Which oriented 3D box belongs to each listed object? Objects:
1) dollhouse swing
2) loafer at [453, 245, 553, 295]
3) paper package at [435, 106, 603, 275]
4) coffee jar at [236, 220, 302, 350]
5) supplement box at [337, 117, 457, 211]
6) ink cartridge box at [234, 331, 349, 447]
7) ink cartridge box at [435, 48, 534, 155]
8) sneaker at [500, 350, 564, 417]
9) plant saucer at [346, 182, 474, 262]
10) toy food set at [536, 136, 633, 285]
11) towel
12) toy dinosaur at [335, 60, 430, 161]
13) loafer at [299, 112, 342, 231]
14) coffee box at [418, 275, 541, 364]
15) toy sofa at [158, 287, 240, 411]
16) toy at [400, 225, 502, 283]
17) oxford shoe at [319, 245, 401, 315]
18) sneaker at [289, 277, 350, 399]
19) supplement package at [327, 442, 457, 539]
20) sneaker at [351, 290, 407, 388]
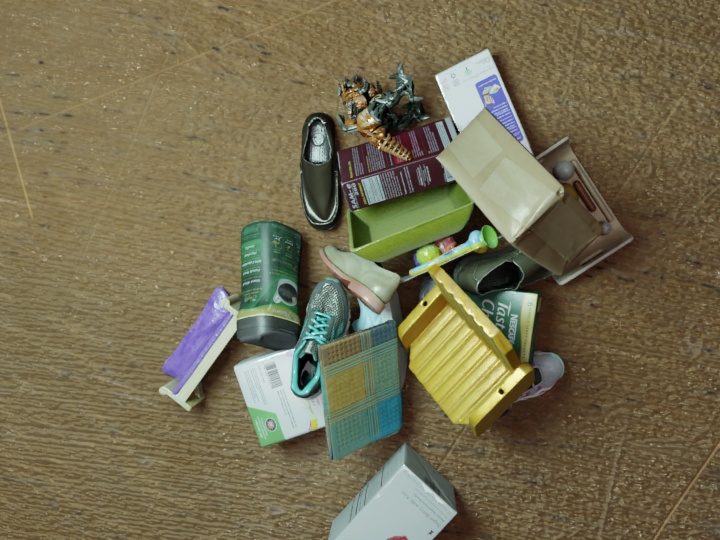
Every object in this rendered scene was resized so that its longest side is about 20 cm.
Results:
[{"bbox_3d":[0.133,0.120,1.049,0.182,0.175,0.200,-48,61,14],"label":"dollhouse swing"},{"bbox_3d":[0.248,0.001,1.111,0.198,0.070,0.076,-17,120,-8],"label":"loafer"},{"bbox_3d":[0.234,-0.111,1.028,0.103,0.190,0.201,-45,53,16],"label":"paper package"},{"bbox_3d":[-0.149,0.027,1.158,0.085,0.104,0.202,-13,67,33],"label":"coffee jar"},{"bbox_3d":[0.066,-0.173,1.151,0.198,0.109,0.061,-15,128,6],"label":"supplement box"},{"bbox_3d":[-0.094,0.194,1.205,0.198,0.084,0.146,-20,91,6],"label":"ink cartridge box"},{"bbox_3d":[0.207,-0.250,1.168,0.099,0.039,0.202,-23,89,12],"label":"ink cartridge box"},{"bbox_3d":[0.244,0.195,1.146,0.198,0.140,0.078,-23,91,7],"label":"sneaker"},{"bbox_3d":[0.079,-0.083,1.128,0.198,0.200,0.048,-21,113,6],"label":"plant saucer"},{"bbox_3d":[0.334,-0.097,1.161,0.143,0.060,0.201,-33,90,6],"label":"toy food set"},{"bbox_3d":[0.003,0.189,1.124,0.145,0.022,0.202,-17,113,-29],"label":"towel"},{"bbox_3d":[0.035,-0.251,1.150,0.135,0.102,0.201,-31,79,4],"label":"toy dinosaur"},{"bbox_3d":[-0.074,-0.167,1.187,0.072,0.071,0.202,-6,93,5],"label":"loafer"},{"bbox_3d":[0.191,0.081,1.165,0.198,0.044,0.124,10,94,23],"label":"coffee box"},{"bbox_3d":[-0.268,0.131,1.218,0.097,0.083,0.201,37,96,1],"label":"toy sofa"},{"bbox_3d":[0.127,-0.030,1.107,0.199,0.115,0.048,-20,92,45],"label":"toy"},{"bbox_3d":[0.000,0.000,1.151,0.074,0.200,0.071,-46,132,-3],"label":"oxford shoe"},{"bbox_3d":[-0.065,0.112,1.112,0.077,0.091,0.202,13,91,5],"label":"sneaker"},{"bbox_3d":[0.052,0.417,1.188,0.121,0.120,0.200,41,96,1],"label":"supplement package"},{"bbox_3d":[0.030,0.108,1.204,0.081,0.074,0.202,-7,90,22],"label":"sneaker"}]
